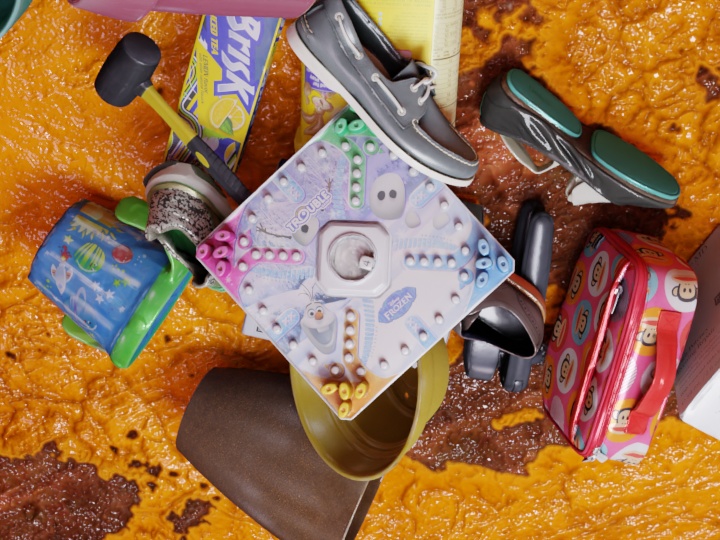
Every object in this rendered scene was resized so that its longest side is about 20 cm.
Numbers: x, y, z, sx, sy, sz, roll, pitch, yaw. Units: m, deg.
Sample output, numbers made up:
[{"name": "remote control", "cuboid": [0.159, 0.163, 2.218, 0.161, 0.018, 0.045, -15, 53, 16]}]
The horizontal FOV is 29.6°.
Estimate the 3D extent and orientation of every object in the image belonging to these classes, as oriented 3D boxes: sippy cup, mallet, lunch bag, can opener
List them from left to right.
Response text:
[{"name": "sippy cup", "cuboid": [-0.240, 0.003, 1.308, 0.130, 0.140, 0.178, 34, 100, -3]}, {"name": "mallet", "cuboid": [-0.147, -0.124, 1.184, 0.200, 0.041, 0.066, 42, 130, 8]}, {"name": "can opener", "cuboid": [0.156, 0.030, 1.316, 0.078, 0.063, 0.200, -1, 122, -21]}, {"name": "lunch bag", "cuboid": [0.240, 0.073, 1.251, 0.082, 0.176, 0.200, 10, 107, -13]}]

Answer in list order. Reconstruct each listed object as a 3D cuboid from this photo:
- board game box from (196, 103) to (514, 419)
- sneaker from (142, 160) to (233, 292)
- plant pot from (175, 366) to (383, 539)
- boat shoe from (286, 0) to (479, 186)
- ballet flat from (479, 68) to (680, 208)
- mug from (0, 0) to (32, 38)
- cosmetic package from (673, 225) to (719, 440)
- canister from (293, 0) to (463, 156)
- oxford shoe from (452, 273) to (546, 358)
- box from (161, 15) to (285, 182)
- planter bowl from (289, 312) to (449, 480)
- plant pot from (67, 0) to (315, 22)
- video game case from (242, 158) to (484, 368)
[{"name": "board game box", "cuboid": [-0.007, -0.010, 1.150, 0.200, 0.026, 0.200, -43, 86, 4]}, {"name": "sneaker", "cuboid": [-0.126, -0.005, 1.231, 0.200, 0.089, 0.077, 40, 133, -24]}, {"name": "plant pot", "cuboid": [-0.077, 0.179, 1.381, 0.200, 0.187, 0.187, 24, 122, 8]}, {"name": "boat shoe", "cuboid": [0.031, -0.149, 1.119, 0.200, 0.073, 0.062, 41, 118, -11]}, {"name": "ballet flat", "cuboid": [0.193, -0.106, 1.236, 0.200, 0.068, 0.068, 35, 129, -4]}, {"name": "mug", "cuboid": [-0.356, -0.262, 1.159, 0.185, 0.115, 0.152, -32, 114, 23]}, {"name": "cosmetic package", "cuboid": [0.334, 0.056, 1.236, 0.074, 0.200, 0.102, 27, 119, -11]}, {"name": "canister", "cuboid": [0.018, -0.182, 1.190, 0.148, 0.087, 0.200, 4, 120, 3]}, {"name": "oxford shoe", "cuboid": [0.085, 0.013, 1.238, 0.200, 0.073, 0.071, 27, 121, -11]}, {"name": "box", "cuboid": [-0.117, -0.181, 1.215, 0.070, 0.064, 0.200, 17, 121, -5]}, {"name": "planter bowl", "cuboid": [0.023, 0.088, 1.259, 0.083, 0.200, 0.201, -3, 130, -38]}, {"name": "plant pot", "cuboid": [-0.117, -0.280, 1.054, 0.179, 0.200, 0.200, 11, 124, -26]}, {"name": "video game case", "cuboid": [0.000, 0.000, 1.316, 0.199, 0.045, 0.182, 13, 123, -3]}]
